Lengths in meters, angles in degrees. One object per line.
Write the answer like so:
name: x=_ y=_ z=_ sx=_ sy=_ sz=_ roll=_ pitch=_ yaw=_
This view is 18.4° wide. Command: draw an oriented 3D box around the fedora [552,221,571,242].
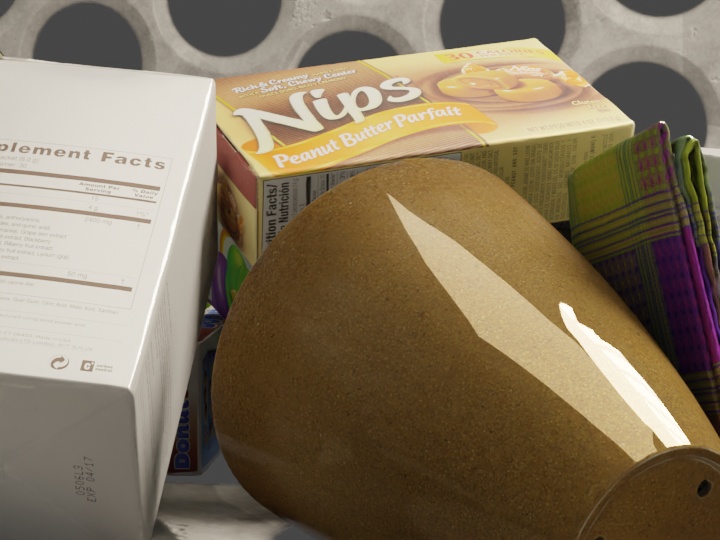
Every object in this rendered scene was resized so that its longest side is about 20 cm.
fedora: x=0.125 y=0.025 z=1.205 sx=0.201 sy=0.201 sz=0.092 roll=13 pitch=-27 yaw=45

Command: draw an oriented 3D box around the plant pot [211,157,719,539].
plant pot: x=0.066 y=0.073 z=0.955 sx=0.186 sy=0.186 sz=0.200 roll=1 pitch=22 yaw=-36

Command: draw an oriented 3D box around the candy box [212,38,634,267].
candy box: x=0.022 y=-0.062 z=1.116 sx=0.200 sy=0.055 sz=0.115 roll=-10 pitch=30 yaw=-20

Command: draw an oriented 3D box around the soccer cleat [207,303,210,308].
soccer cleat: x=-0.095 y=0.004 z=1.437 sx=0.200 sy=0.068 sz=0.081 roll=-34 pitch=10 yaw=-14

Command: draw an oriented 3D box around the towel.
towel: x=0.138 y=0.042 z=0.996 sx=0.023 sy=0.200 sz=0.144 roll=-11 pitch=-5 yaw=-15

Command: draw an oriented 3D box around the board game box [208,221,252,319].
board game box: x=0.000 y=0.000 z=1.170 sx=0.105 sy=0.103 sz=0.200 roll=-14 pitch=31 yaw=-25

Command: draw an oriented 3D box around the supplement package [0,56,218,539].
supplement package: x=-0.138 y=0.014 z=1.002 sx=0.120 sy=0.121 sz=0.200 roll=6 pitch=44 yaw=4

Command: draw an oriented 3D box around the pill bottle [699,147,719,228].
pill bottle: x=0.182 y=0.043 z=1.093 sx=0.111 sy=0.200 sz=0.111 roll=6 pitch=7 yaw=-1

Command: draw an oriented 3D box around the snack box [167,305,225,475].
snack box: x=-0.082 y=0.061 z=1.250 sx=0.024 sy=0.072 sz=0.200 roll=2 pitch=6 yaw=6

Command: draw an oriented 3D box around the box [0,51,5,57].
box: x=-0.255 y=-0.037 z=1.180 sx=0.200 sy=0.161 sz=0.049 roll=-36 pitch=5 yaw=4
